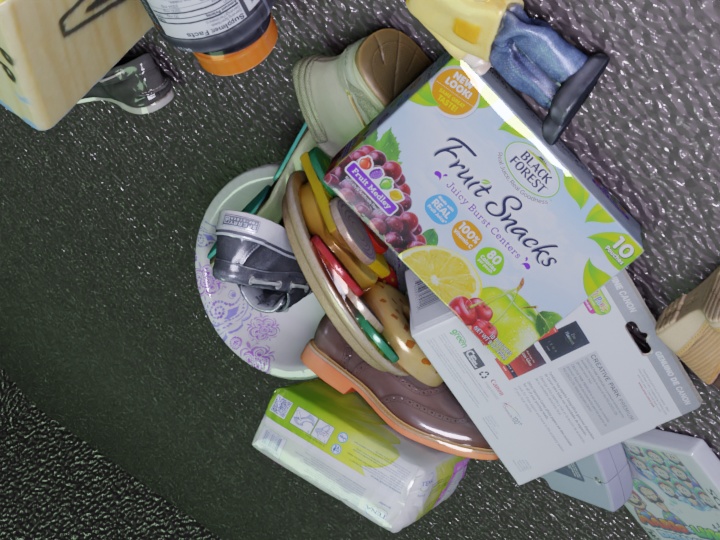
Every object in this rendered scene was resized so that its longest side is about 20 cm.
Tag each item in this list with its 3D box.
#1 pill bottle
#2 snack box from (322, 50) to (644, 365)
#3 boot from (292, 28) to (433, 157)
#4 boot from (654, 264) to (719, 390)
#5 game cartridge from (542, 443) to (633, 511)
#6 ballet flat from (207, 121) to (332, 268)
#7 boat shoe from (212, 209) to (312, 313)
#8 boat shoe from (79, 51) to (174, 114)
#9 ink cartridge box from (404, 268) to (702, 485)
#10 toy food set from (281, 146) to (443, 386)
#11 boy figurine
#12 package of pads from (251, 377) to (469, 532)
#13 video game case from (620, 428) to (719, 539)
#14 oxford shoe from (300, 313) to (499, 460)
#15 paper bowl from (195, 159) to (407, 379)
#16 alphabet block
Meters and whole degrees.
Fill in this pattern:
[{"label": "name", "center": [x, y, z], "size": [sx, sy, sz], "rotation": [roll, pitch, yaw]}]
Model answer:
[{"label": "pill bottle", "center": [-0.130, -0.242, 1.324], "size": [0.106, 0.106, 0.200], "rotation": [27, 157, 36]}, {"label": "snack box", "center": [0.092, -0.049, 1.266], "size": [0.200, 0.142, 0.053], "rotation": [44, -160, -11]}, {"label": "boot", "center": [0.034, -0.098, 1.376], "size": [0.200, 0.072, 0.154], "rotation": [53, 159, -16]}, {"label": "boot", "center": [0.314, 0.056, 1.205], "size": [0.166, 0.073, 0.200], "rotation": [31, 161, -6]}, {"label": "game cartridge", "center": [0.182, 0.134, 1.616], "size": [0.133, 0.041, 0.201], "rotation": [9, 133, 53]}, {"label": "ballet flat", "center": [-0.061, -0.062, 1.512], "size": [0.069, 0.069, 0.200], "rotation": [40, 118, 3]}, {"label": "boat shoe", "center": [-0.073, 0.003, 1.435], "size": [0.071, 0.068, 0.200], "rotation": [12, 174, 17]}, {"label": "boat shoe", "center": [-0.263, -0.205, 1.760], "size": [0.199, 0.067, 0.057], "rotation": [14, 132, 46]}, {"label": "ink cartridge box", "center": [0.160, 0.057, 1.403], "size": [0.200, 0.175, 0.084], "rotation": [55, -161, -34]}, {"label": "toy food set", "center": [0.000, 0.000, 1.414], "size": [0.198, 0.048, 0.201], "rotation": [40, -155, -55]}, {"label": "boy figurine", "center": [0.071, -0.174, 1.144], "size": [0.200, 0.065, 0.124], "rotation": [37, 164, 4]}, {"label": "package of pads", "center": [0.009, 0.157, 1.514], "size": [0.154, 0.069, 0.200], "rotation": [29, -169, 15]}, {"label": "video game case", "center": [0.300, 0.213, 1.620], "size": [0.182, 0.024, 0.200], "rotation": [50, 160, -22]}, {"label": "oxford shoe", "center": [0.044, 0.096, 1.491], "size": [0.199, 0.073, 0.071], "rotation": [31, -167, 13]}, {"label": "paper bowl", "center": [-0.047, -0.006, 1.608], "size": [0.200, 0.104, 0.202], "rotation": [7, 104, 30]}, {"label": "alphabet block", "center": [-0.281, -0.274, 1.418], "size": [0.195, 0.197, 0.200], "rotation": [34, 161, 15]}]
